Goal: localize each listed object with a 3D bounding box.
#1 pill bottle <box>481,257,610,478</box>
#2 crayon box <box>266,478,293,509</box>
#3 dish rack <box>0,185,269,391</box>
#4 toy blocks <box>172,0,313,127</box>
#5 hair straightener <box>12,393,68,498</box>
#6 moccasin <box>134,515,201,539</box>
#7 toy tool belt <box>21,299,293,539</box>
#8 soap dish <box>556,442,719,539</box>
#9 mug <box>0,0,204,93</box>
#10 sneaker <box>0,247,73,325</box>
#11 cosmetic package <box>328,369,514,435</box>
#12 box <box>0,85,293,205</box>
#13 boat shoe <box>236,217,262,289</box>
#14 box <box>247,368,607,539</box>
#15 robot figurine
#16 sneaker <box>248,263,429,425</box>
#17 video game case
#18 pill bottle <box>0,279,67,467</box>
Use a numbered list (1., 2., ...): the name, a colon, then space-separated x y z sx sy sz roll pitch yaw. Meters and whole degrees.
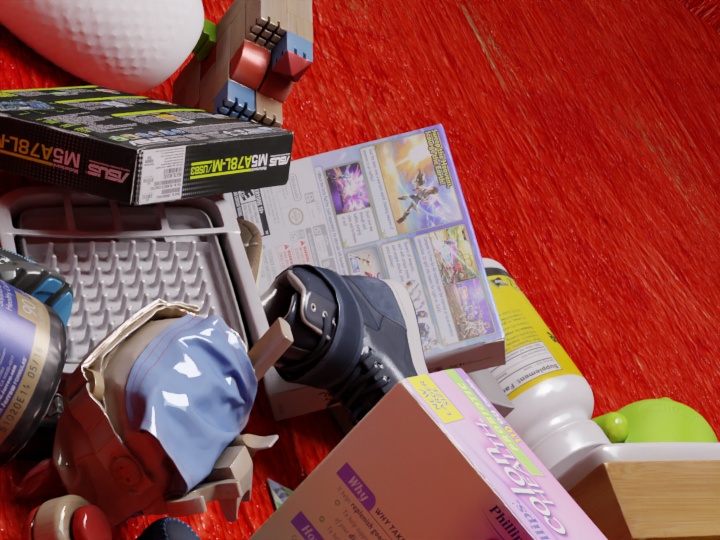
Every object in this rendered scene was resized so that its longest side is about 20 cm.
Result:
1. pill bottle: 0.123 0.096 1.916 0.112 0.112 0.201 14 36 -53
2. crayon box: 0.035 0.208 1.617 0.199 0.052 0.126 29 25 -34
3. dish rack: -0.158 0.017 1.562 0.170 0.044 0.201 0 37 -17
4. toy blocks: -0.099 -0.152 1.901 0.099 0.200 0.137 24 38 -23
5. hair straightener: -0.166 0.100 1.457 0.077 0.041 0.199 51 26 21
6. moccasin: -0.065 0.222 1.373 0.080 0.068 0.201 12 36 -55
7. toy tool belt: -0.114 0.099 1.364 0.125 0.122 0.200 60 30 -23
8. soap dish: 0.225 0.201 1.781 0.199 0.157 0.082 3 57 -35
9. mug: -0.230 -0.237 1.893 0.175 0.148 0.200 41 -11 -28
10. sneaker: -0.277 0.010 1.423 0.199 0.074 0.082 16 5 -46
11. cosmetic package: 0.018 0.064 1.792 0.090 0.107 0.201 14 37 -56
12. box: -0.179 -0.093 1.650 0.192 0.048 0.200 12 12 28
13. boat shoe: -0.107 0.051 1.634 0.071 0.077 0.201 12 41 8
14. box: 0.036 0.194 1.431 0.176 0.200 0.096 48 21 16
15. robot figurine: 0.256 0.187 1.984 0.176 0.115 0.200 51 18 -14
16. sneaker: -0.007 0.086 1.577 0.146 0.077 0.204 17 44 -49
17. video game case: 0.000 0.000 1.735 0.046 0.180 0.201 77 -1 -58
18. pill bottle: -0.274 0.029 1.295 0.199 0.112 0.112 32 23 -31
